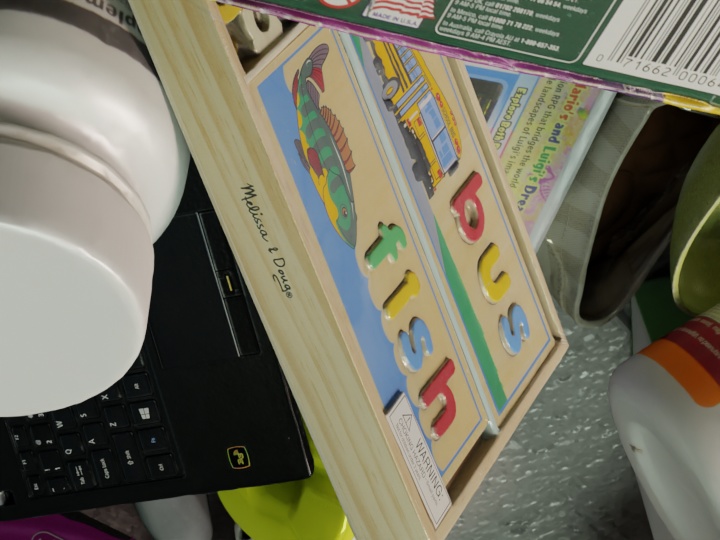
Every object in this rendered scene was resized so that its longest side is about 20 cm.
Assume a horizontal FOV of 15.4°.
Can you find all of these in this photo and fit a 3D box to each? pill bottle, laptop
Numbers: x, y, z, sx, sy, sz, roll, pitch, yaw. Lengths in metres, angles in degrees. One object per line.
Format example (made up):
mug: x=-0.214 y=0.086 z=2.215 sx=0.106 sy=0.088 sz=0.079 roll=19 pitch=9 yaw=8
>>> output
pill bottle: x=0.201 y=0.034 z=0.985 sx=0.200 sy=0.110 sz=0.110 roll=-30 pitch=142 yaw=-8
laptop: x=-0.142 y=0.019 z=0.885 sx=0.200 sy=0.103 sz=0.177 roll=-9 pitch=106 yaw=22
pill bottle: x=-0.104 y=-0.065 z=0.775 sx=0.113 sy=0.200 sz=0.113 roll=1 pitch=144 yaw=1

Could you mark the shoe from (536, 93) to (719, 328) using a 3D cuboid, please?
shoe: x=0.121 y=-0.056 z=0.978 sx=0.070 sy=0.053 sz=0.200 roll=10 pitch=136 yaw=-26

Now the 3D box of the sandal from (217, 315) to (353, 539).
sandal: x=0.000 y=0.000 z=0.932 sx=0.087 sy=0.079 sz=0.200 roll=-28 pitch=137 yaw=-51

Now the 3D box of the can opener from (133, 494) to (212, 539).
can opener: x=-0.093 y=0.034 z=1.021 sx=0.053 sy=0.066 sz=0.200 roll=-23 pitch=135 yaw=10

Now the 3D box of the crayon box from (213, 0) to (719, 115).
crayon box: x=0.016 y=-0.135 z=0.755 sx=0.200 sy=0.173 sz=0.058 roll=10 pitch=130 yaw=-27

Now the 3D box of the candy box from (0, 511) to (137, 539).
candy box: x=-0.107 y=0.195 z=1.156 sx=0.136 sy=0.061 sz=0.200 roll=24 pitch=143 yaw=16

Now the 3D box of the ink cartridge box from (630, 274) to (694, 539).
ink cartridge box: x=0.220 y=0.058 z=1.118 sx=0.200 sy=0.084 sz=0.145 roll=-12 pitch=141 yaw=-3

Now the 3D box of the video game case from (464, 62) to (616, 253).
video game case: x=-0.005 y=-0.052 z=0.942 sx=0.182 sy=0.024 sz=0.200 roll=9 pitch=124 yaw=-25

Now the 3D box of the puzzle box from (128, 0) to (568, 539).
puzzle box: x=0.001 y=-0.031 z=0.797 sx=0.025 sy=0.133 sz=0.200 roll=-11 pitch=112 yaw=28

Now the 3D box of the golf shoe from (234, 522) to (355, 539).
golf shoe: x=-0.023 y=0.106 z=1.105 sx=0.092 sy=0.073 sz=0.200 roll=-9 pitch=139 yaw=-36

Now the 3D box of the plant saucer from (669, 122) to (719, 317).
plant saucer: x=0.189 y=-0.056 z=0.969 sx=0.200 sy=0.031 sz=0.200 roll=-29 pitch=158 yaw=-13
